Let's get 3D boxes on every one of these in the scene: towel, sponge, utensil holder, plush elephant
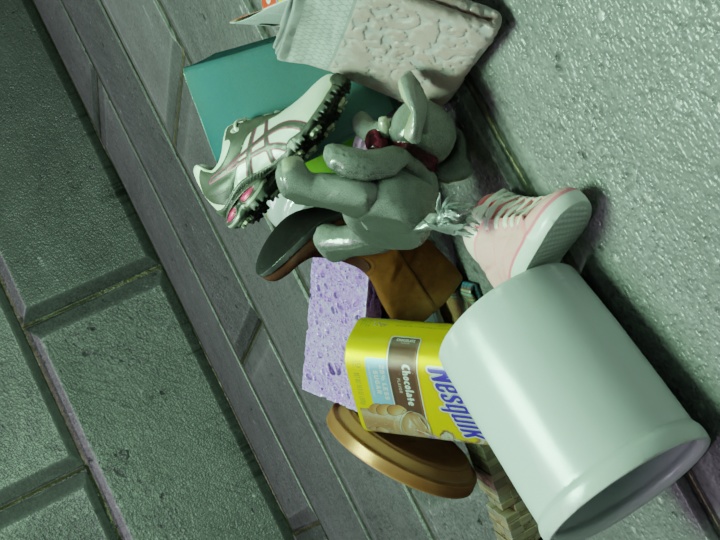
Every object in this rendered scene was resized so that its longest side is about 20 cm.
[{"bbox_3d":[0.115,0.076,1.331,0.200,0.022,0.148,8,121,68],"label":"towel"},{"bbox_3d":[-0.021,0.060,1.294,0.111,0.030,0.202,16,105,48],"label":"sponge"},{"bbox_3d":[0.018,-0.220,1.013,0.200,0.189,0.032,133,153,-74],"label":"towel"},{"bbox_3d":[0.185,0.120,0.964,0.201,0.169,0.170,57,160,28],"label":"utensil holder"},{"bbox_3d":[0.033,-0.109,1.057,0.198,0.156,0.165,2,153,26],"label":"plush elephant"}]

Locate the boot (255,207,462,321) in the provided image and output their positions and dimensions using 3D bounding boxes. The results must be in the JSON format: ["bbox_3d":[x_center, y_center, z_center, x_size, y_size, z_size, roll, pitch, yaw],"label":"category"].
[{"bbox_3d":[0.000,0.000,1.209,0.200,0.188,0.068,54,165,-30],"label":"boot"}]

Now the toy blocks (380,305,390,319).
[{"bbox_3d":[0.004,0.049,1.344,0.200,0.099,0.138,35,132,53],"label":"toy blocks"}]

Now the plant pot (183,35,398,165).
[{"bbox_3d":[-0.064,-0.195,1.179,0.141,0.198,0.142,-65,-42,-70],"label":"plant pot"}]

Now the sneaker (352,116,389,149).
[{"bbox_3d":[0.037,-0.081,1.266,0.100,0.075,0.201,45,155,38],"label":"sneaker"}]

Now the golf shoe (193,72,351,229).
[{"bbox_3d":[-0.093,-0.135,1.091,0.088,0.200,0.077,45,-163,5],"label":"golf shoe"}]

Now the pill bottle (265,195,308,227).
[{"bbox_3d":[-0.104,-0.126,1.537,0.200,0.112,0.113,48,155,41],"label":"pill bottle"}]

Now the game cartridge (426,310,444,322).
[{"bbox_3d":[0.060,0.079,1.395,0.200,0.041,0.134,14,130,64],"label":"game cartridge"}]

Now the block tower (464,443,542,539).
[{"bbox_3d":[0.187,0.281,1.338,0.054,0.057,0.201,20,134,66],"label":"block tower"}]

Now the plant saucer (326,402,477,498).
[{"bbox_3d":[0.054,0.210,1.301,0.200,0.199,0.033,39,107,53],"label":"plant saucer"}]

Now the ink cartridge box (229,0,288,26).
[{"bbox_3d":[-0.038,-0.288,1.064,0.199,0.108,0.051,-3,93,52],"label":"ink cartridge box"}]

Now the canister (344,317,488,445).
[{"bbox_3d":[0.093,0.124,1.177,0.198,0.087,0.149,3,128,24],"label":"canister"}]

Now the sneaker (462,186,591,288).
[{"bbox_3d":[0.147,-0.043,1.007,0.105,0.075,0.201,54,163,17],"label":"sneaker"}]

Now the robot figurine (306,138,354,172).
[{"bbox_3d":[-0.053,-0.166,1.341,0.175,0.116,0.201,28,143,25],"label":"robot figurine"}]
